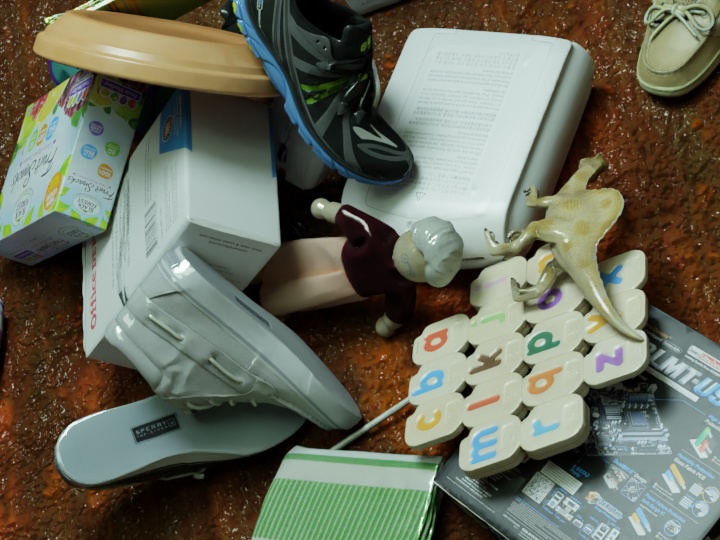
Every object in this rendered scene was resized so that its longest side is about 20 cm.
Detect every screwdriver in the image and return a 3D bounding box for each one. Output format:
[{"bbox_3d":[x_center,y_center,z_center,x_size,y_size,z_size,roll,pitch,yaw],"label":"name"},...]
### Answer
[{"bbox_3d":[0.035,0.096,1.385,0.199,0.029,0.028,-31,50,6],"label":"screwdriver"}]

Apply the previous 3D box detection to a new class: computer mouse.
[{"bbox_3d":[-0.054,-0.108,1.480,0.110,0.044,0.200,46,125,25],"label":"computer mouse"}]

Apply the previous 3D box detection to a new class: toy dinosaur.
[{"bbox_3d":[0.146,-0.021,1.318,0.101,0.058,0.201,-24,37,21],"label":"toy dinosaur"}]

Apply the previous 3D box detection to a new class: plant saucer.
[{"bbox_3d":[-0.152,-0.171,1.419,0.199,0.200,0.038,17,102,35],"label":"plant saucer"}]

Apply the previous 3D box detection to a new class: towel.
[{"bbox_3d":[-0.021,0.226,1.329,0.152,0.023,0.201,1,64,31],"label":"towel"},{"bbox_3d":[-0.160,-0.230,1.506,0.199,0.086,0.018,-28,74,-1],"label":"towel"}]

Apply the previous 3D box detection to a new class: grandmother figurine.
[{"bbox_3d":[0.000,0.000,1.411,0.199,0.121,0.061,-13,33,42],"label":"grandmother figurine"}]

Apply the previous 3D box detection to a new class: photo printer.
[{"bbox_3d":[0.082,-0.094,1.458,0.166,0.069,0.201,8,64,32],"label":"photo printer"}]

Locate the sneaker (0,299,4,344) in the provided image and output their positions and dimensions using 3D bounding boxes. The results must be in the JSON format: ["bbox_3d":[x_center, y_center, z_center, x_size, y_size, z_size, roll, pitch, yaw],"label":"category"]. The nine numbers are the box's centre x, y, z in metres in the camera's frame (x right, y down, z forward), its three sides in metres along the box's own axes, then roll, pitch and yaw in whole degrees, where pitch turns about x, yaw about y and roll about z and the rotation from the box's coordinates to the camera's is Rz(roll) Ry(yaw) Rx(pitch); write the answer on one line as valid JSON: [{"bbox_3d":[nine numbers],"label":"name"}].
[{"bbox_3d":[-0.405,0.060,1.619,0.199,0.073,0.115,-4,54,14],"label":"sneaker"}]

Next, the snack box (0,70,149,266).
[{"bbox_3d":[-0.253,-0.090,1.567,0.200,0.053,0.143,-18,55,61],"label":"snack box"}]

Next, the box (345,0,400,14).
[{"bbox_3d":[0.040,-0.372,1.595,0.199,0.171,0.200,-18,53,16],"label":"box"}]

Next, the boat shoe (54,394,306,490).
[{"bbox_3d":[-0.139,0.130,1.424,0.198,0.068,0.074,-20,76,-13],"label":"boat shoe"}]

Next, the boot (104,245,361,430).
[{"bbox_3d":[-0.098,0.076,1.381,0.096,0.200,0.074,-46,17,8],"label":"boot"}]

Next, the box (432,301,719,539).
[{"bbox_3d":[0.183,0.128,1.273,0.199,0.050,0.200,-49,50,-9],"label":"box"}]

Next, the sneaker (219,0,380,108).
[{"bbox_3d":[-0.060,-0.181,1.536,0.077,0.111,0.200,-55,34,22],"label":"sneaker"}]

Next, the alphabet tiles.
[{"bbox_3d":[0.120,0.059,1.315,0.195,0.015,0.201,-22,38,26],"label":"alphabet tiles"}]

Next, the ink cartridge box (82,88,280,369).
[{"bbox_3d":[-0.147,-0.030,1.465,0.200,0.084,0.145,-48,37,43],"label":"ink cartridge box"}]

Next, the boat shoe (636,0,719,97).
[{"bbox_3d":[0.272,-0.230,1.451,0.073,0.063,0.201,22,71,36],"label":"boat shoe"}]

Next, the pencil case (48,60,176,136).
[{"bbox_3d":[-0.193,-0.160,1.636,0.085,0.093,0.200,-14,34,-40],"label":"pencil case"}]

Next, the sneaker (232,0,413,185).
[{"bbox_3d":[-0.018,-0.149,1.378,0.082,0.200,0.071,-25,19,26],"label":"sneaker"}]
